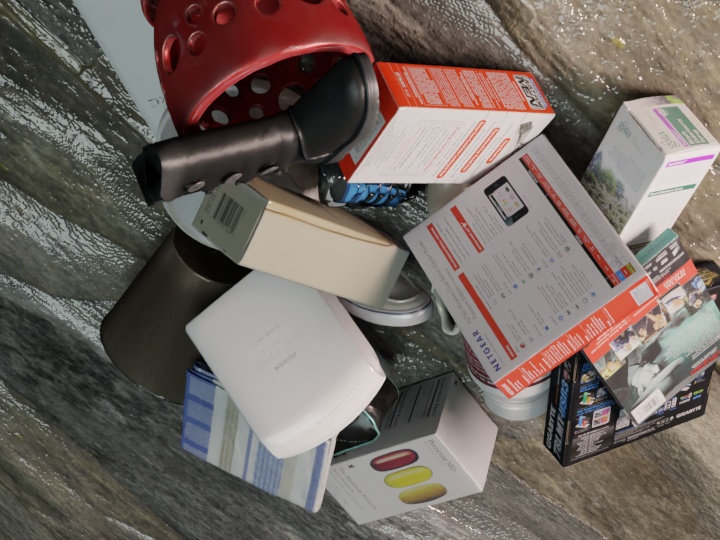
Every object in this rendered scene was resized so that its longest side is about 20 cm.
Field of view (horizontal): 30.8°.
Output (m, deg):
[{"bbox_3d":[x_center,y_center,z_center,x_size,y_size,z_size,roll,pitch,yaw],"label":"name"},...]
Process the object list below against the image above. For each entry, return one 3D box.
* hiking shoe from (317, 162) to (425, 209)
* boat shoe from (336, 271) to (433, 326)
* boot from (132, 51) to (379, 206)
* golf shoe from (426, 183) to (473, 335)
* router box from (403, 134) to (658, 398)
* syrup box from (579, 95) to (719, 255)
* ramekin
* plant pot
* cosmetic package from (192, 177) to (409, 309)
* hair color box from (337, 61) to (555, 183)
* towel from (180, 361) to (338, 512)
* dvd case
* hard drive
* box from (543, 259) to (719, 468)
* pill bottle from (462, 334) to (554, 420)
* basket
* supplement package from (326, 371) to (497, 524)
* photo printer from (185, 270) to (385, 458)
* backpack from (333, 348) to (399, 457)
[{"bbox_3d":[0.009,-0.104,1.362,0.086,0.200,0.075,-3,91,14],"label":"hiking shoe"},{"bbox_3d":[0.000,0.000,1.482,0.199,0.071,0.070,27,134,39],"label":"boat shoe"},{"bbox_3d":[-0.095,-0.123,1.163,0.198,0.066,0.165,-12,160,-22],"label":"boot"},{"bbox_3d":[0.109,-0.022,1.441,0.076,0.088,0.201,3,129,19],"label":"golf shoe"},{"bbox_3d":[0.163,-0.007,1.289,0.179,0.201,0.049,-35,146,9],"label":"router box"},{"bbox_3d":[0.273,-0.074,1.320,0.081,0.079,0.201,-10,142,-31],"label":"syrup box"},{"bbox_3d":[-0.130,-0.105,1.423,0.200,0.095,0.203,3,138,3],"label":"ramekin"},{"bbox_3d":[-0.108,-0.225,1.246,0.200,0.199,0.184,-44,64,41],"label":"plant pot"},{"bbox_3d":[-0.059,-0.032,1.324,0.199,0.103,0.074,17,104,-43],"label":"cosmetic package"},{"bbox_3d":[0.080,-0.143,1.287,0.199,0.064,0.111,-1,145,-36],"label":"hair color box"},{"bbox_3d":[-0.124,0.200,1.558,0.199,0.024,0.148,23,129,15],"label":"towel"},{"bbox_3d":[0.300,0.064,1.347,0.146,0.022,0.200,-40,131,2],"label":"dvd case"},{"bbox_3d":[-0.210,-0.232,1.419,0.131,0.026,0.201,-11,124,27],"label":"hard drive"},{"bbox_3d":[0.300,0.102,1.421,0.198,0.050,0.200,-17,129,-20],"label":"box"},{"bbox_3d":[0.165,0.064,1.420,0.112,0.113,0.201,4,132,17],"label":"pill bottle"},{"bbox_3d":[-0.206,0.041,1.584,0.180,0.136,0.201,35,129,2],"label":"basket"},{"bbox_3d":[0.057,0.228,1.657,0.199,0.110,0.114,-23,119,34],"label":"supplement package"},{"bbox_3d":[-0.080,0.096,1.459,0.166,0.069,0.201,-37,76,7],"label":"photo printer"},{"bbox_3d":[-0.071,0.147,1.605,0.200,0.154,0.176,-37,105,30],"label":"backpack"}]
